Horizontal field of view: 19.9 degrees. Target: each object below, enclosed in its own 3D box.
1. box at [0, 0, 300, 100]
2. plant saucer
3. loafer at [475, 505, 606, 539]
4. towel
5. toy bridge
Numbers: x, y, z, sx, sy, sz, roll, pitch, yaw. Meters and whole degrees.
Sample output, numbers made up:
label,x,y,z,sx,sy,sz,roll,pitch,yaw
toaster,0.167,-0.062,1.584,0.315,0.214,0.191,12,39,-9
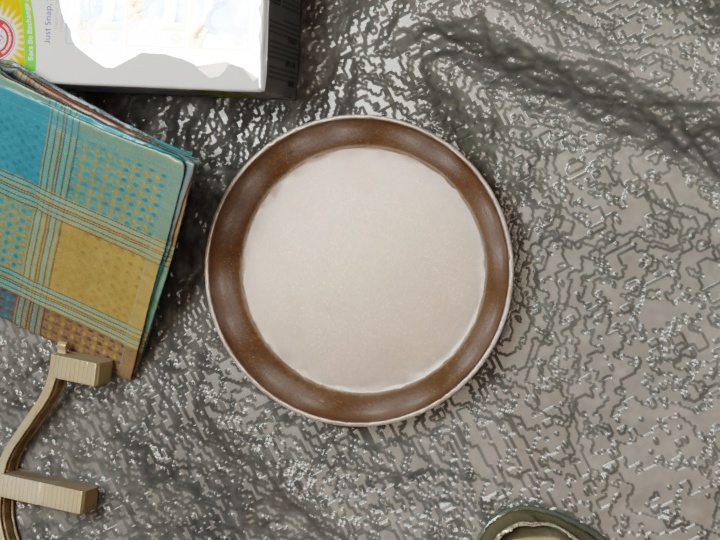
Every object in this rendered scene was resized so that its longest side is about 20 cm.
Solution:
label,x,y,z,sx,sy,sz,roll,pitch,yaw
box,-0.146,-0.164,1.304,0.200,0.112,0.101,3,93,9
plant saucer,0.000,0.000,1.324,0.200,0.034,0.200,0,90,7
loafer,0.156,0.223,1.283,0.200,0.070,0.075,39,95,6
towel,-0.186,-0.029,1.301,0.147,0.022,0.200,26,133,7
toy bridge,-0.208,0.145,1.352,0.067,0.027,0.200,9,96,19
